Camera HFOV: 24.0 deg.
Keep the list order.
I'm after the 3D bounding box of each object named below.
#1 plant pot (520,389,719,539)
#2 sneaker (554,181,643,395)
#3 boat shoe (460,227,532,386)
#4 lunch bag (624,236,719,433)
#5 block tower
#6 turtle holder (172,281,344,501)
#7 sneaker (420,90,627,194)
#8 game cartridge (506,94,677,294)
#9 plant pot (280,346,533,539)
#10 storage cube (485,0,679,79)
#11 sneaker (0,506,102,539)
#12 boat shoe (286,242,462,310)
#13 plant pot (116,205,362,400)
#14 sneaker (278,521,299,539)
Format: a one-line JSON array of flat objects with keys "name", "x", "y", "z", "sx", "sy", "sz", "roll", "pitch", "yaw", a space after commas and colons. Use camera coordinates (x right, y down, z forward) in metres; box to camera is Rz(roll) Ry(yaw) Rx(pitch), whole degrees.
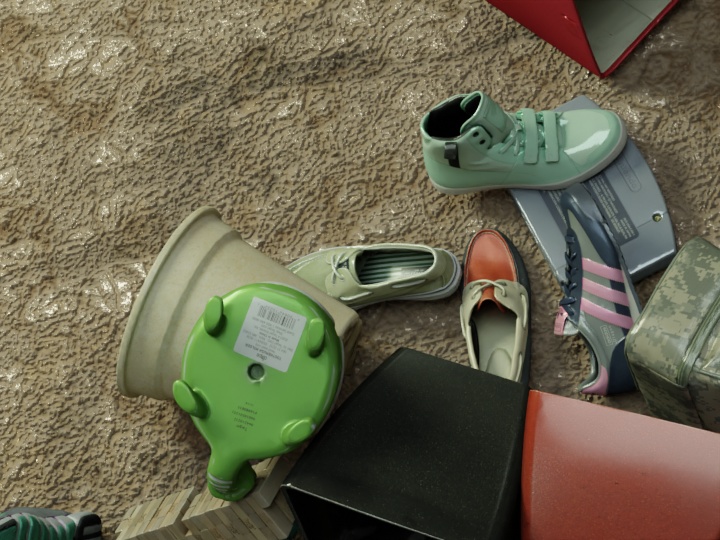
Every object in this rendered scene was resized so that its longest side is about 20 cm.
[{"name": "plant pot", "x": 0.236, "y": 0.224, "z": 1.460, "sx": 0.199, "sy": 0.200, "sz": 0.177, "roll": 12, "pitch": 80, "yaw": 19}, {"name": "sneaker", "x": 0.211, "y": 0.021, "z": 1.575, "sx": 0.082, "sy": 0.070, "sz": 0.201, "roll": -20, "pitch": 89, "yaw": 0}, {"name": "boat shoe", "x": 0.128, "y": 0.045, "z": 1.627, "sx": 0.071, "sy": 0.063, "sz": 0.201, "roll": -8, "pitch": 65, "yaw": 13}, {"name": "lunch bag", "x": 0.343, "y": 0.085, "z": 1.482, "sx": 0.167, "sy": 0.200, "sz": 0.140, "roll": 28, "pitch": 74, "yaw": 30}, {"name": "block tower", "x": -0.140, "y": 0.232, "z": 1.567, "sx": 0.199, "sy": 0.058, "sz": 0.054, "roll": -24, "pitch": 24, "yaw": 35}, {"name": "turtle holder", "x": -0.079, "y": 0.103, "z": 1.470, "sx": 0.140, "sy": 0.132, "sz": 0.187, "roll": -8, "pitch": 89, "yaw": 7}, {"name": "sneaker", "x": 0.155, "y": -0.130, "z": 1.624, "sx": 0.199, "sy": 0.118, "sz": 0.074, "roll": -11, "pitch": 64, "yaw": 8}, {"name": "game cartridge", "x": 0.224, "y": -0.070, "z": 1.666, "sx": 0.133, "sy": 0.042, "sz": 0.201, "roll": -25, "pitch": 64, "yaw": -1}, {"name": "plant pot", "x": 0.070, "y": 0.189, "z": 1.518, "sx": 0.199, "sy": 0.200, "sz": 0.178, "roll": 17, "pitch": 63, "yaw": 20}, {"name": "storage cube", "x": 0.217, "y": -0.335, "z": 1.693, "sx": 0.171, "sy": 0.200, "sz": 0.180, "roll": -46, "pitch": 58, "yaw": -7}, {"name": "sneaker", "x": -0.326, "y": 0.257, "z": 1.586, "sx": 0.087, "sy": 0.200, "sz": 0.075, "roll": 8, "pitch": 87, "yaw": 23}, {"name": "boat shoe", "x": 0.000, "y": 0.000, "z": 1.667, "sx": 0.199, "sy": 0.062, "sz": 0.072, "roll": -9, "pitch": 66, "yaw": 22}, {"name": "plant pot", "x": -0.105, "y": 0.066, "z": 1.622, "sx": 0.183, "sy": 0.201, "sz": 0.201, "roll": 24, "pitch": 75, "yaw": 10}, {"name": "sneaker", "x": -0.101, "y": 0.308, "z": 1.579, "sx": 0.080, "sy": 0.071, "sz": 0.200, "roll": 35, "pitch": 73, "yaw": 4}]
